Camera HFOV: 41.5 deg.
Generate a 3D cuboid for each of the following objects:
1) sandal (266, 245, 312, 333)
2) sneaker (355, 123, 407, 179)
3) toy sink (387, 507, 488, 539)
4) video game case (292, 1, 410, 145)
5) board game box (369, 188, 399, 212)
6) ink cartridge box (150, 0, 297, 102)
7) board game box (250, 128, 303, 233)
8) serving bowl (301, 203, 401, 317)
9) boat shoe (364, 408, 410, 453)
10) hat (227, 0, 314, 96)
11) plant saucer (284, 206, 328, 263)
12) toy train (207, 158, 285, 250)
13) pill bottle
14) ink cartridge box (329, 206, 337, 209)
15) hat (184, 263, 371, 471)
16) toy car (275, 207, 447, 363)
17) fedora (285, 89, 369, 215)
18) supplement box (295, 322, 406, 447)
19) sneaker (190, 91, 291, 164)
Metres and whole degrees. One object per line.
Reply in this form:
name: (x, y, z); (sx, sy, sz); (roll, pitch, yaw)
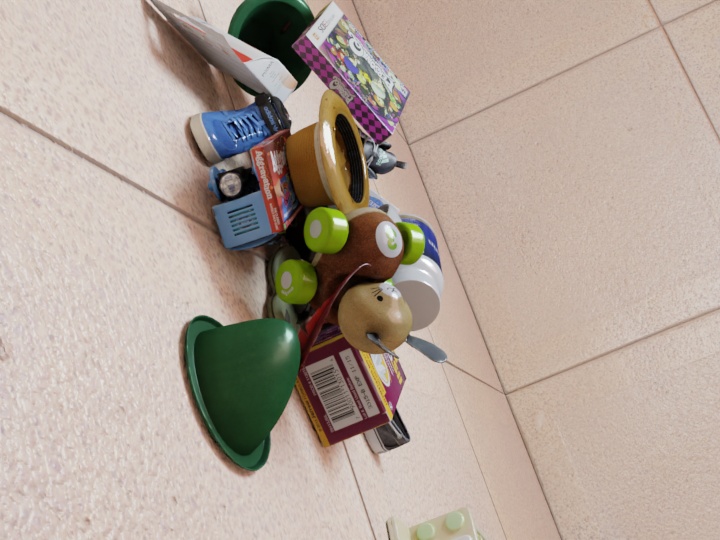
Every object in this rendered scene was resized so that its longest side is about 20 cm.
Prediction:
sandal: (-0.087, 0.035, 1.298); (0.080, 0.057, 0.201); (59, 14, -31)
sneaker: (0.009, -0.191, 1.491); (0.139, 0.078, 0.200); (25, 4, -1)
toy sink: (0.135, 0.435, 1.386); (0.200, 0.112, 0.131); (55, 16, -44)
video game case: (-0.009, -0.312, 1.486); (0.200, 0.036, 0.182); (47, 30, -15)
board game box: (-0.044, -0.147, 1.545); (0.199, 0.041, 0.200); (34, 3, -12)
ink cartridge box: (-0.195, -0.327, 1.349); (0.162, 0.050, 0.200); (33, -7, 25)
board game box: (-0.100, -0.119, 1.207); (0.200, 0.019, 0.104); (-72, 148, -75)
serving bowl: (0.000, 0.000, 1.376); (0.066, 0.200, 0.200); (39, 18, -10)
boat shoe: (0.018, 0.179, 1.451); (0.201, 0.067, 0.072); (68, 20, 1)
hat: (-0.181, -0.380, 1.590); (0.176, 0.165, 0.201); (36, -52, 51)
plant saucer: (-0.094, -0.094, 1.399); (0.201, 0.032, 0.201); (55, -23, 37)
toy train: (-0.139, -0.088, 1.254); (0.200, 0.086, 0.115); (-29, 103, -82)
pill bottle: (0.073, 0.003, 1.519); (0.116, 0.115, 0.200); (60, 15, -29)
ink cartridge box: (-0.020, -0.001, 1.599); (0.176, 0.083, 0.201); (4, 63, -78)
hat: (-0.069, 0.084, 0.992); (0.166, 0.175, 0.201); (44, 25, -60)
toy car: (0.022, 0.036, 1.155); (0.164, 0.158, 0.200); (8, 34, -42)
fedora: (-0.048, -0.139, 1.247); (0.201, 0.081, 0.202); (-11, 90, -76)
supplement box: (-0.014, 0.140, 1.312); (0.132, 0.103, 0.200); (65, 11, -6)
sneaker: (-0.156, -0.202, 1.314); (0.077, 0.111, 0.200); (66, 12, -2)
